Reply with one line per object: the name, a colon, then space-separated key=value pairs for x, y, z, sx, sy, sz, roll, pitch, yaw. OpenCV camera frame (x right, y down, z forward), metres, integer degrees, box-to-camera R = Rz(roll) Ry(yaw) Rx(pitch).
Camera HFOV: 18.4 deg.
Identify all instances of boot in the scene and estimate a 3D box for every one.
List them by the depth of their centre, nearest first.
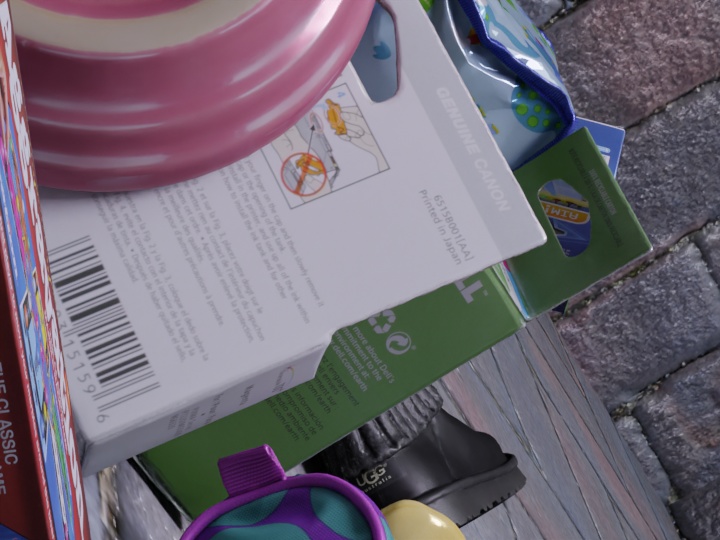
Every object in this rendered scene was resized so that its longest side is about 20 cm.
boot: x=0.013 y=0.065 z=1.157 sx=0.159 sy=0.079 sz=0.211 roll=62 pitch=8 yaw=7

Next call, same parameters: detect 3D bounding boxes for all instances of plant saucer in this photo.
plant saucer: x=-0.087 y=-0.127 z=0.728 sx=0.202 sy=0.199 sz=0.051 roll=63 pitch=-19 yaw=17

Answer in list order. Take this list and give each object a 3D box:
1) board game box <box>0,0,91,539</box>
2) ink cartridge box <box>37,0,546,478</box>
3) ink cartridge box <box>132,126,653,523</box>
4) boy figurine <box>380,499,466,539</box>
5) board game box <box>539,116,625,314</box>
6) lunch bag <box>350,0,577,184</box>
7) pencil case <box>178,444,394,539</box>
board game box: x=-0.089 y=0.015 z=0.561 sx=0.103 sy=0.019 sz=0.202 roll=-105 pitch=-171 yaw=-65
ink cartridge box: x=-0.059 y=-0.055 z=0.755 sx=0.201 sy=0.172 sz=0.044 roll=63 pitch=-20 yaw=15
ink cartridge box: x=0.000 y=0.000 z=0.833 sx=0.059 sy=0.199 sz=0.104 roll=55 pitch=8 yaw=-28
boy figurine: x=0.053 y=0.188 z=1.030 sx=0.200 sy=0.064 sz=0.125 roll=55 pitch=10 yaw=-35
board game box: x=0.022 y=-0.048 z=1.115 sx=0.136 sy=0.198 sz=0.035 roll=103 pitch=3 yaw=-61
lunch bag: x=-0.010 y=-0.052 z=0.966 sx=0.128 sy=0.199 sz=0.170 roll=51 pitch=10 yaw=-10
pencil case: x=0.006 y=0.144 z=0.787 sx=0.200 sy=0.084 sz=0.093 roll=52 pitch=26 yaw=-52
